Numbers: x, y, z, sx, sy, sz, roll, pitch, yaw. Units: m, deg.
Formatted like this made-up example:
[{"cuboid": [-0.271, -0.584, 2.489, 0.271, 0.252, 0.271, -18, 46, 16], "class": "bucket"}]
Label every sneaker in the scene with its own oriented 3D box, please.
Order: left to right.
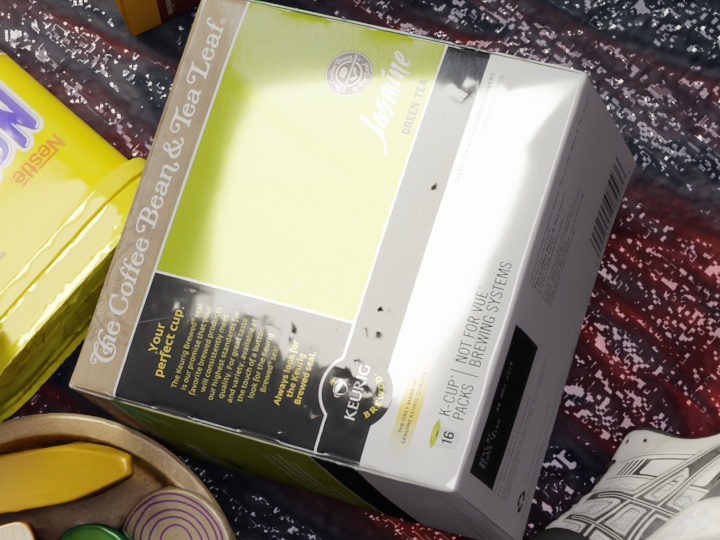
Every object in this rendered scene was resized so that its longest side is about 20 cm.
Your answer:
[{"cuboid": [0.128, 0.124, 1.314, 0.199, 0.076, 0.088, -18, 59, -3], "class": "sneaker"}]

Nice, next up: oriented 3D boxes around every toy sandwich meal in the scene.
[{"cuboid": [-0.153, 0.161, 1.279, 0.204, 0.070, 0.206, 0, 89, 9], "class": "toy sandwich meal"}]

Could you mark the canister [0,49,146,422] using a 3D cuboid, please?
[{"cuboid": [-0.208, -0.044, 1.332, 0.200, 0.087, 0.149, 40, 82, 9], "class": "canister"}]

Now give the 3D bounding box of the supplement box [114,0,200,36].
[{"cuboid": [-0.073, -0.260, 1.351, 0.197, 0.133, 0.201, -26, 79, -5], "class": "supplement box"}]

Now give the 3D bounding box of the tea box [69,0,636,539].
[{"cuboid": [0.000, 0.000, 1.275, 0.196, 0.134, 0.201, 15, 79, 19], "class": "tea box"}]
